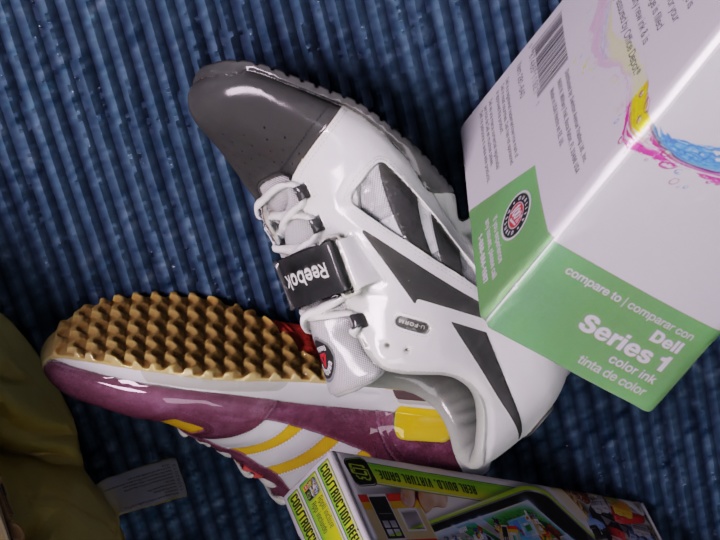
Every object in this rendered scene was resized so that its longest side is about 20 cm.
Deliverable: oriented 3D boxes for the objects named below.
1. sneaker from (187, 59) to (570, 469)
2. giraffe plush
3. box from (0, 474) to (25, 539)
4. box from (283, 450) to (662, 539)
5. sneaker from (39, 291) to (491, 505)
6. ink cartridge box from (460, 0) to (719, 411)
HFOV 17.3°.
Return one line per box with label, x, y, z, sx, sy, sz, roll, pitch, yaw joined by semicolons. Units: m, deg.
sneaker;0.000;0.000;0.944;0.200;0.089;0.074;40;157;-9
giraffe plush;-0.196;0.121;1.025;0.162;0.173;0.200;-28;155;28
box;-0.214;0.152;0.897;0.200;0.021;0.164;-9;127;4
box;0.068;0.140;0.998;0.200;0.110;0.035;13;130;-43
sneaker;-0.040;0.067;1.017;0.200;0.075;0.090;7;117;-4
ink cartridge box;0.129;-0.071;0.885;0.084;0.145;0.200;29;118;-18
